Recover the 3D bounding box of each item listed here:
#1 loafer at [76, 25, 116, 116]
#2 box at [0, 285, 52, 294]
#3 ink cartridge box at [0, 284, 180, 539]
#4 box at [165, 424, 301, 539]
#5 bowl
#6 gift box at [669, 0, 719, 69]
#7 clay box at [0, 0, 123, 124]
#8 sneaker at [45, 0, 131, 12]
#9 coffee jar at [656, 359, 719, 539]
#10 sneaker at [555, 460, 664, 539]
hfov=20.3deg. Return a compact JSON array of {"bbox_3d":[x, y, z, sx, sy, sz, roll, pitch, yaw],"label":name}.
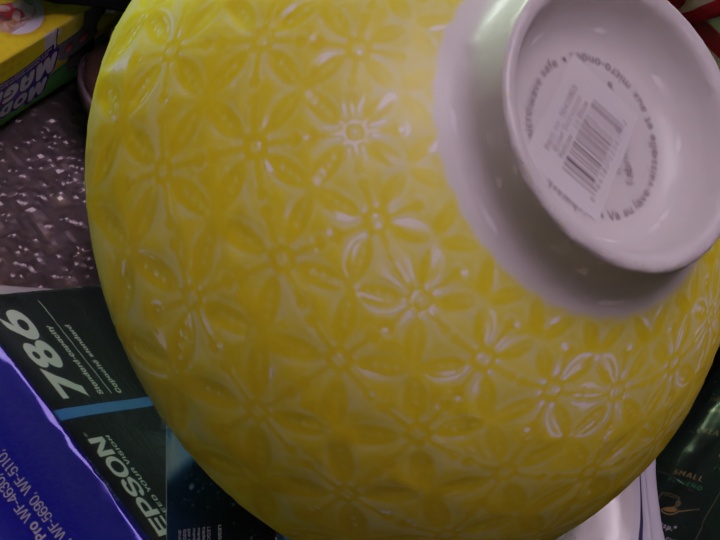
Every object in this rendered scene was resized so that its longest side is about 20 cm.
[{"bbox_3d":[-0.018,-0.085,0.818,0.198,0.071,0.073,-3,51,-27],"label":"loafer"},{"bbox_3d":[-0.129,0.062,0.599,0.145,0.036,0.199,52,23,23],"label":"box"},{"bbox_3d":[-0.072,0.052,0.621,0.100,0.039,0.200,49,22,14],"label":"ink cartridge box"},{"bbox_3d":[-0.009,0.053,0.612,0.136,0.037,0.202,26,58,-60],"label":"box"},{"bbox_3d":[0.037,-0.025,0.540,0.199,0.107,0.202,11,70,-32],"label":"bowl"},{"bbox_3d":[0.176,-0.122,0.863,0.200,0.185,0.186,43,45,21],"label":"gift box"},{"bbox_3d":[-0.158,-0.119,0.802,0.115,0.048,0.200,38,44,12],"label":"clay box"},{"bbox_3d":[-0.115,-0.152,0.764,0.199,0.079,0.090,29,49,4],"label":"sneaker"},{"bbox_3d":[0.155,0.073,0.709,0.104,0.086,0.200,25,57,23],"label":"coffee jar"},{"bbox_3d":[0.054,0.065,0.635,0.071,0.073,0.201,30,52,-30],"label":"sneaker"}]
